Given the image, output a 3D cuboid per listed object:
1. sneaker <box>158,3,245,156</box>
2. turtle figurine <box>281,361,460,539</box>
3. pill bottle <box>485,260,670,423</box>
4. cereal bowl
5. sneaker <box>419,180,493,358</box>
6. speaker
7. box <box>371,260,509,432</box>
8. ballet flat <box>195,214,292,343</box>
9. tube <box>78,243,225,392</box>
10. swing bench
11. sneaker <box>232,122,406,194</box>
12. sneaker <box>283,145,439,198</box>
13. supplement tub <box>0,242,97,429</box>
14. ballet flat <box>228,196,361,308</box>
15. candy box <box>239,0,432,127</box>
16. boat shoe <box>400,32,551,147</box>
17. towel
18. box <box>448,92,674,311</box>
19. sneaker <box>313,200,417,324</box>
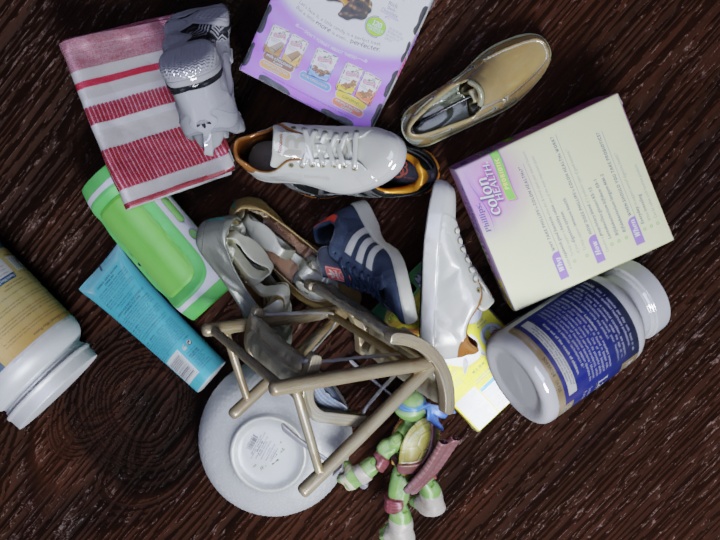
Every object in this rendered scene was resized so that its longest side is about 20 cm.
[{"bbox_3d":[-0.175,-0.217,0.924,0.074,0.201,0.116,-8,127,3],"label":"sneaker"},{"bbox_3d":[0.029,0.219,1.000,0.196,0.144,0.197,-5,114,12],"label":"turtle figurine"},{"bbox_3d":[0.252,0.076,0.946,0.198,0.116,0.117,-31,97,-17],"label":"pill bottle"},{"bbox_3d":[-0.108,0.214,1.019,0.196,0.083,0.204,0,99,1],"label":"cereal bowl"},{"bbox_3d":[0.110,-0.001,0.937,0.083,0.073,0.204,2,102,6],"label":"sneaker"},{"bbox_3d":[-0.239,-0.040,0.985,0.088,0.088,0.201,-39,96,7],"label":"speaker"},{"bbox_3d":[0.116,0.084,1.010,0.117,0.048,0.200,-43,97,6],"label":"box"},{"bbox_3d":[-0.119,0.019,0.966,0.063,0.068,0.201,-14,124,29],"label":"ballet flat"},{"bbox_3d":[-0.256,0.064,1.022,0.200,0.050,0.078,44,93,0],"label":"tube"},{"bbox_3d":[-0.035,0.102,0.890,0.198,0.198,0.132,-25,116,-24],"label":"swing bench"},{"bbox_3d":[-0.050,-0.125,0.907,0.197,0.084,0.074,-1,84,21],"label":"sneaker"},{"bbox_3d":[-0.004,-0.122,0.969,0.196,0.077,0.080,0,101,4],"label":"sneaker"},{"bbox_3d":[-0.427,0.072,0.976,0.145,0.145,0.200,-43,95,7],"label":"supplement tub"},{"bbox_3d":[-0.083,-0.011,0.994,0.199,0.063,0.069,38,96,-4],"label":"ballet flat"},{"bbox_3d":[-0.020,-0.283,0.948,0.166,0.072,0.202,27,99,-2],"label":"candy box"},{"bbox_3d":[0.137,-0.205,0.951,0.199,0.076,0.072,-36,96,6],"label":"boat shoe"},{"bbox_3d":[-0.242,-0.187,0.950,0.142,0.023,0.203,-22,91,-24],"label":"towel"},{"bbox_3d":[0.228,-0.080,0.957,0.197,0.097,0.178,-25,97,4],"label":"box"},{"bbox_3d":[0.000,0.000,0.932,0.083,0.201,0.076,-20,128,-8],"label":"sneaker"}]
